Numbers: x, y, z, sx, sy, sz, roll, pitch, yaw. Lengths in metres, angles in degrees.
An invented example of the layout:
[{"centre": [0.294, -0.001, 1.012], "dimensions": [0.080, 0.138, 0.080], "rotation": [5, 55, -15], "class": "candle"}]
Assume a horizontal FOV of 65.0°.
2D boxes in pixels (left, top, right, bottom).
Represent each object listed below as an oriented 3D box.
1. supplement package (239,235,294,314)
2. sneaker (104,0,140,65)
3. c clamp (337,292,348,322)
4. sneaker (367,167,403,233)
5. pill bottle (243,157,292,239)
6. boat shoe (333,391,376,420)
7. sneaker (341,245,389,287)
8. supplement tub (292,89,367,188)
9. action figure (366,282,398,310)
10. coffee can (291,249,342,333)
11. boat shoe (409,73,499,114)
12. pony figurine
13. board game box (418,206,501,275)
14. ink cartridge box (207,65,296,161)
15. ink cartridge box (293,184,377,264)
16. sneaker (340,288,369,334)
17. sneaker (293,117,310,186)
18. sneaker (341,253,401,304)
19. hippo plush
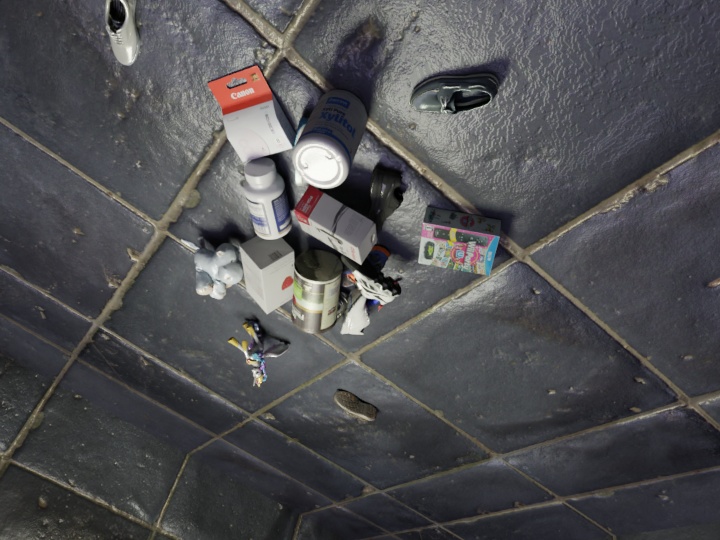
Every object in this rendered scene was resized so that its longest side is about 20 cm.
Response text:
[{"centre": [-0.270, 0.004, 1.680], "dimensions": [0.120, 0.120, 0.203], "rotation": [42, 149, 29], "class": "supplement package"}, {"centre": [-0.541, -0.545, 1.262], "dimensions": [0.071, 0.072, 0.202], "rotation": [19, 138, -2], "class": "sneaker"}, {"centre": [-0.114, 0.093, 1.814], "dimensions": [0.169, 0.027, 0.201], "rotation": [37, 135, -1], "class": "c clamp"}, {"centre": [0.064, -0.169, 1.449], "dimensions": [0.088, 0.077, 0.202], "rotation": [5, 142, -1], "class": "sneaker"}, {"centre": [-0.248, -0.192, 1.502], "dimensions": [0.108, 0.113, 0.203], "rotation": [7, 137, 12], "class": "pill bottle"}, {"centre": [-0.030, 0.548, 2.242], "dimensions": [0.198, 0.075, 0.073], "rotation": [33, 137, -14], "class": "boat shoe"}, {"centre": [0.000, 0.000, 1.642], "dimensions": [0.075, 0.080, 0.199], "rotation": [36, 135, -19], "class": "sneaker"}, {"centre": [-0.065, -0.294, 1.260], "dimensions": [0.128, 0.203, 0.134], "rotation": [10, 139, 8], "class": "supplement tub"}, {"centre": [0.049, 0.081, 1.737], "dimensions": [0.065, 0.052, 0.199], "rotation": [41, 132, -17], "class": "action figure"}, {"centre": [-0.131, 0.063, 1.682], "dimensions": [0.143, 0.148, 0.204], "rotation": [13, 128, 6], "class": "coffee can"}, {"centre": [0.192, -0.366, 1.194], "dimensions": [0.195, 0.063, 0.074], "rotation": [-3, 135, 23], "class": "boat shoe"}, {"centre": [-0.370, 0.286, 2.023], "dimensions": [0.163, 0.194, 0.204], "rotation": [-15, 111, 28], "class": "pony figurine"}, {"centre": [0.257, -0.075, 1.482], "dimensions": [0.195, 0.065, 0.150], "rotation": [10, 138, 8], "class": "board game box"}, {"centre": [-0.267, -0.371, 1.368], "dimensions": [0.159, 0.058, 0.201], "rotation": [-7, 137, 27], "class": "ink cartridge box"}, {"centre": [-0.062, -0.115, 1.462], "dimensions": [0.197, 0.084, 0.147], "rotation": [31, 168, 12], "class": "ink cartridge box"}, {"centre": [-0.005, 0.127, 1.738], "dimensions": [0.085, 0.076, 0.202], "rotation": [11, 139, -8], "class": "sneaker"}, {"centre": [-0.121, -0.290, 1.389], "dimensions": [0.078, 0.078, 0.202], "rotation": [6, 145, 3], "class": "sneaker"}, {"centre": [0.012, 0.028, 1.557], "dimensions": [0.199, 0.075, 0.088], "rotation": [39, 127, -13], "class": "sneaker"}, {"centre": [-0.415, -0.025, 1.723], "dimensions": [0.158, 0.158, 0.205], "rotation": [-16, 88, 31], "class": "hippo plush"}]
